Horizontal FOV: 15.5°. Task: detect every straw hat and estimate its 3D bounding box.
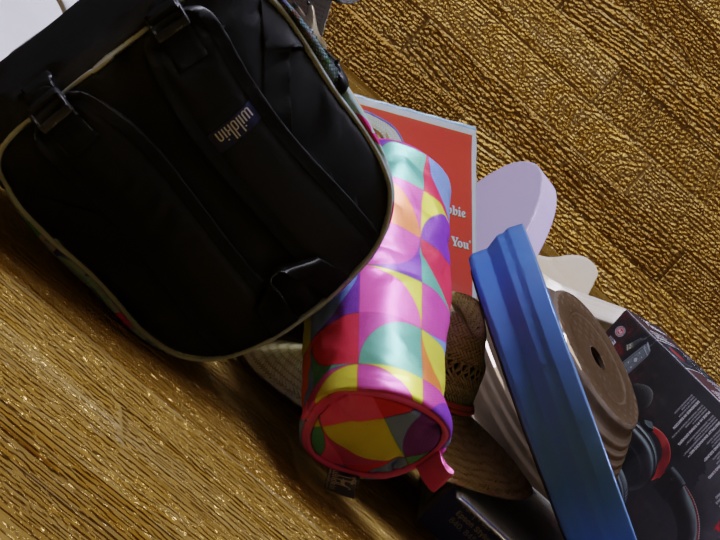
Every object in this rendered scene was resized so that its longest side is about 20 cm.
[{"bbox_3d":[0.030,0.047,1.512,0.201,0.085,0.201,26,7,-4],"label":"straw hat"}]

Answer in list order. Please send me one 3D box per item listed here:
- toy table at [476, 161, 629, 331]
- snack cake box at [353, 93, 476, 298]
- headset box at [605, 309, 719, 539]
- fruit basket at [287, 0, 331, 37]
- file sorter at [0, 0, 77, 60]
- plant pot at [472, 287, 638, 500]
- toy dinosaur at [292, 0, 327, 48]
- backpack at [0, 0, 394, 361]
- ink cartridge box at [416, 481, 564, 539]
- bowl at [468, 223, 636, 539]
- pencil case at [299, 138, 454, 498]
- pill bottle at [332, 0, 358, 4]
[{"bbox_3d":[0.102,0.029,1.912,0.184,0.200,0.117,-5,-49,53],"label":"toy table"},{"bbox_3d":[-0.023,-0.044,1.566,0.200,0.067,0.115,13,70,-40],"label":"snack cake box"},{"bbox_3d":[0.211,0.150,1.805,0.200,0.149,0.075,47,10,28],"label":"headset box"},{"bbox_3d":[-0.079,-0.167,1.813,0.094,0.201,0.185,12,13,-42],"label":"fruit basket"},{"bbox_3d":[-0.161,-0.184,1.484,0.139,0.125,0.200,44,46,8],"label":"file sorter"},{"bbox_3d":[0.116,0.079,1.706,0.201,0.093,0.201,51,21,-28],"label":"plant pot"},{"bbox_3d":[-0.034,-0.126,1.657,0.200,0.058,0.101,57,6,22],"label":"toy dinosaur"},{"bbox_3d":[-0.086,-0.061,1.354,0.200,0.177,0.151,50,3,-29],"label":"backpack"},{"bbox_3d":[0.117,0.187,1.524,0.198,0.047,0.200,43,10,-2],"label":"ink cartridge box"},{"bbox_3d":[0.109,0.074,1.507,0.201,0.039,0.201,-20,90,-86],"label":"bowl"},{"bbox_3d":[0.010,0.023,1.419,0.088,0.088,0.200,37,38,-34],"label":"pencil case"},{"bbox_3d":[-0.079,-0.247,1.690,0.199,0.107,0.106,19,0,19],"label":"pill bottle"}]
